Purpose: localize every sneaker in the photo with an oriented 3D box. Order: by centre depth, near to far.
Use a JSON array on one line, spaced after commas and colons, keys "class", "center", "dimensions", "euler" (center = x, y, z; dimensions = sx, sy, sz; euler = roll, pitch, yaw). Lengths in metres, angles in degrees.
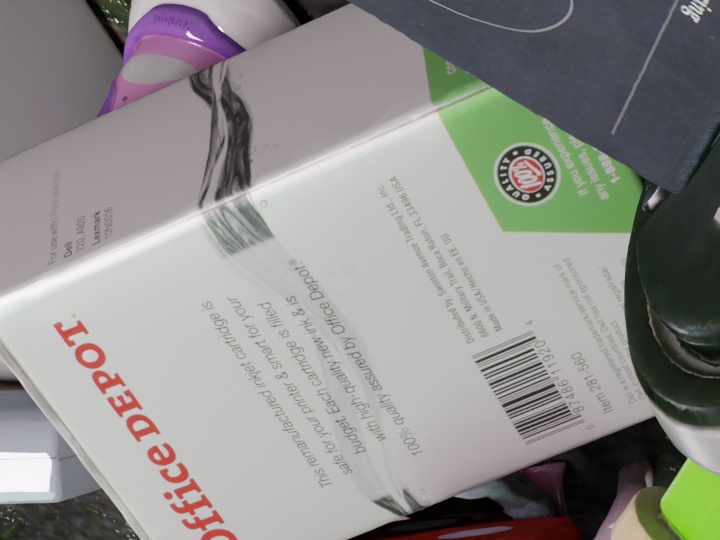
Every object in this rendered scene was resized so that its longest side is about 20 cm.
[{"class": "sneaker", "center": [-0.044, -0.009, 0.952], "dimensions": [0.080, 0.089, 0.200], "euler": [5, 140, 30]}]

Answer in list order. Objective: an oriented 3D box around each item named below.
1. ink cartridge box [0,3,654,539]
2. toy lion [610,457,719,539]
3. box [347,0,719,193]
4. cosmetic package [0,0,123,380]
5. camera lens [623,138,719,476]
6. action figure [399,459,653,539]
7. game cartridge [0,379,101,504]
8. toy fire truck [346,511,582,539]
[{"class": "ink cartridge box", "center": [0.000, 0.000, 0.853], "dimensions": [0.200, 0.084, 0.146], "euler": [-22, 126, 13]}, {"class": "toy lion", "center": [0.186, 0.098, 0.817], "dimensions": [0.200, 0.192, 0.069], "euler": [48, 120, 34]}, {"class": "box", "center": [0.035, -0.146, 0.584], "dimensions": [0.196, 0.124, 0.200], "euler": [33, 159, 6]}, {"class": "cosmetic package", "center": [-0.153, -0.065, 0.946], "dimensions": [0.085, 0.108, 0.200], "euler": [1, 138, 37]}, {"class": "camera lens", "center": [0.182, 0.007, 0.705], "dimensions": [0.200, 0.160, 0.160], "euler": [25, 150, -22]}, {"class": "action figure", "center": [0.057, 0.170, 1.049], "dimensions": [0.149, 0.134, 0.200], "euler": [-6, 95, 16]}, {"class": "game cartridge", "center": [-0.127, 0.054, 1.014], "dimensions": [0.133, 0.200, 0.042], "euler": [-7, 95, 12]}, {"class": "toy fire truck", "center": [0.085, 0.130, 0.875], "dimensions": [0.168, 0.112, 0.200], "euler": [-9, 178, -12]}]
